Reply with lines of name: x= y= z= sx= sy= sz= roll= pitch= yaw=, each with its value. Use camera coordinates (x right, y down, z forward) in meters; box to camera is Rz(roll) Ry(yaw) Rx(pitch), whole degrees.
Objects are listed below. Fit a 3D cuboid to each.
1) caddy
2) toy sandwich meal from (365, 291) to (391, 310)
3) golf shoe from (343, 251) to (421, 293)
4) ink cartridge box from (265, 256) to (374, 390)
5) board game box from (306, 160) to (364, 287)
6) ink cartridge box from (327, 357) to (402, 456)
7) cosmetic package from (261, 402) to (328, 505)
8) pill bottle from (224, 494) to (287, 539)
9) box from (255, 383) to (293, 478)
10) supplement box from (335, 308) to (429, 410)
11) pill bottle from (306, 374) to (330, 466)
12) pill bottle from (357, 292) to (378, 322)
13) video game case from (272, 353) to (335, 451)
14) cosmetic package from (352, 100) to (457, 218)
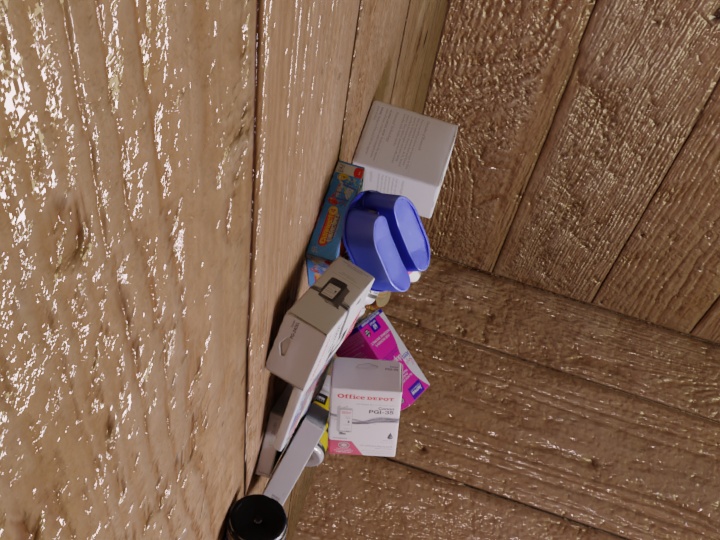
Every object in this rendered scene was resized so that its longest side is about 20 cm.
caddy: x=0.042 y=-0.053 z=1.563 sx=0.141 sy=0.104 sz=0.202 roll=-44 pitch=124 yaw=-33
toy sandwich meal: x=0.006 y=-0.005 z=2.047 sx=0.070 sy=0.206 sz=0.206 roll=-29 pitch=-161 yaw=27
golf shoe: x=0.039 y=0.001 z=1.685 sx=0.072 sy=0.198 sz=0.093 roll=20 pitch=-87 yaw=51
ink cartridge box: x=-0.069 y=0.092 z=1.468 sx=0.200 sy=0.083 sz=0.146 roll=-49 pitch=167 yaw=-51
board game box: x=-0.047 y=-0.079 z=1.634 sx=0.200 sy=0.055 sz=0.198 roll=95 pitch=13 yaw=-70
ink cartridge box: x=0.007 y=0.279 z=1.698 sx=0.083 sy=0.144 sz=0.202 roll=-86 pitch=180 yaw=-50
cosmetic package: x=-0.135 y=0.385 z=1.735 sx=0.202 sy=0.051 sz=0.151 roll=-61 pitch=178 yaw=5
pill bottle: x=-0.201 y=0.521 z=1.559 sx=0.112 sy=0.110 sz=0.202 roll=-67 pitch=173 yaw=-53
box: x=-0.166 y=0.325 z=1.771 sx=0.200 sy=0.036 sz=0.146 roll=-55 pitch=161 yaw=-71
supplement box: x=0.042 y=0.202 z=1.804 sx=0.103 sy=0.201 sz=0.101 roll=-32 pitch=-178 yaw=38
pill bottle: x=-0.115 y=0.355 z=2.014 sx=0.115 sy=0.113 sz=0.201 roll=102 pitch=6 yaw=-51
pill bottle: x=0.000 y=0.000 z=1.784 sx=0.202 sy=0.113 sz=0.114 roll=-63 pitch=177 yaw=6
video game case: x=-0.101 y=0.232 z=1.636 sx=0.183 sy=0.023 sz=0.201 roll=-54 pitch=170 yaw=-45
cosmetic package: x=0.095 y=-0.246 z=1.881 sx=0.165 sy=0.197 sz=0.167 roll=96 pitch=11 yaw=-70
